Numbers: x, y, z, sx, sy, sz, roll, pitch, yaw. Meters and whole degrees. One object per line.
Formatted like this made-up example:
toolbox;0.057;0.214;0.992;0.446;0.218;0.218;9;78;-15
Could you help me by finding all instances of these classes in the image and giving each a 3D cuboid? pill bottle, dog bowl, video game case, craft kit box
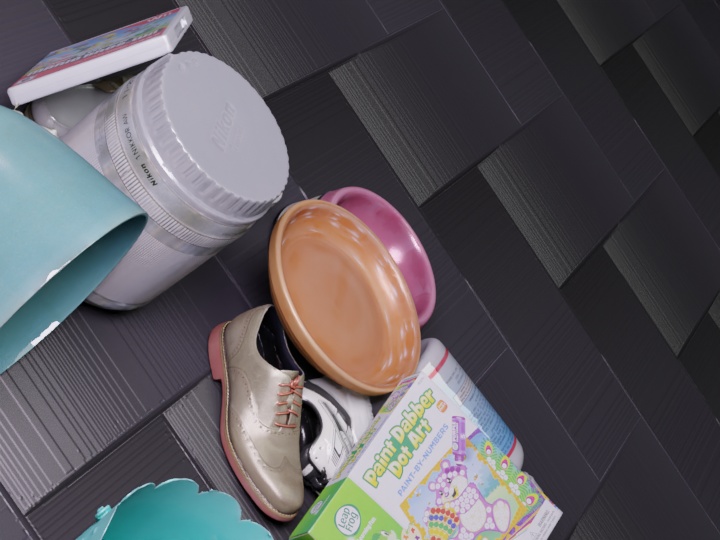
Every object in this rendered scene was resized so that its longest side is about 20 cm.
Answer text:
pill bottle;0.095;0.176;1.544;0.200;0.108;0.109;51;32;-9
dog bowl;0.000;0.000;1.601;0.200;0.074;0.201;34;39;-33
video game case;-0.224;-0.191;1.337;0.200;0.142;0.018;-95;166;-74
craft kit box;0.064;0.230;1.374;0.197;0.048;0.200;43;57;-8

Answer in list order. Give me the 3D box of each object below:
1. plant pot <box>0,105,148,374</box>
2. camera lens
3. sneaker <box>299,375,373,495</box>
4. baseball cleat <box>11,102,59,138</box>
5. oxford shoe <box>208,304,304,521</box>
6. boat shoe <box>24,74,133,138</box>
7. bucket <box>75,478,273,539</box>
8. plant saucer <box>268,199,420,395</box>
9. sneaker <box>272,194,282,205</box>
plant pot;-0.284;-0.031;1.130;0.161;0.201;0.201;46;32;2
camera lens;-0.179;-0.072;1.295;0.160;0.199;0.161;34;38;-33
sneaker;-0.024;0.195;1.416;0.087;0.076;0.201;0;60;-34
baseball cleat;-0.344;-0.105;1.222;0.198;0.107;0.070;22;2;-6
oxford shoe;-0.083;0.125;1.374;0.070;0.075;0.201;10;55;-50
boat shoe;-0.227;-0.152;1.424;0.199;0.068;0.075;-11;71;-57
bucket;-0.149;0.268;1.101;0.207;0.134;0.208;34;39;-33
plant saucer;-0.020;0.029;1.446;0.200;0.037;0.201;35;39;-34
sneaker;-0.116;-0.083;1.518;0.080;0.070;0.201;50;32;-17
